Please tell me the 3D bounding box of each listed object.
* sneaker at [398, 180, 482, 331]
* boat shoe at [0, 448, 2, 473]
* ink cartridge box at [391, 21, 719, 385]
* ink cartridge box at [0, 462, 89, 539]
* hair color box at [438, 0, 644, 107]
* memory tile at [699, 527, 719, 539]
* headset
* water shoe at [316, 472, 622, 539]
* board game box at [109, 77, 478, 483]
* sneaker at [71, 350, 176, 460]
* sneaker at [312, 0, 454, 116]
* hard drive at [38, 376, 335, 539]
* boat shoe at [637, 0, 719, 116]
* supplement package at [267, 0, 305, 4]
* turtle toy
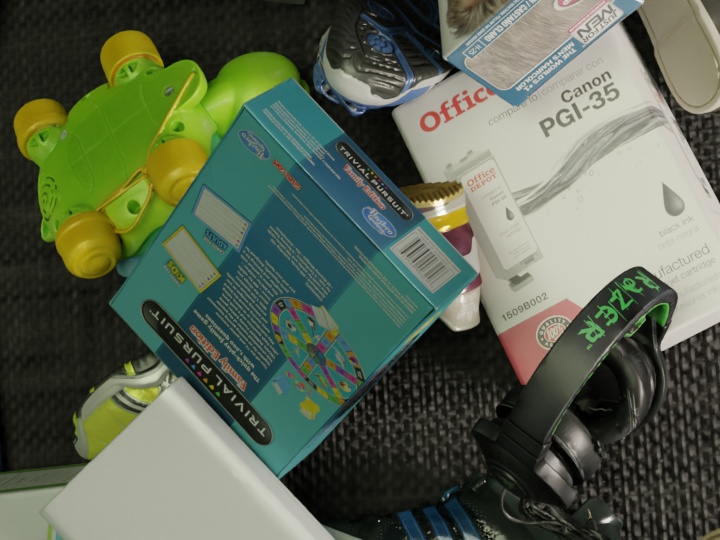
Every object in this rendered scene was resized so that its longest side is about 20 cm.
[{"bbox_3d":[0.000,0.000,1.024,0.200,0.075,0.090,-3,101,61],"label":"sneaker"},{"bbox_3d":[-0.290,0.111,1.161,0.069,0.084,0.200,-13,66,25],"label":"boat shoe"},{"bbox_3d":[0.128,-0.040,1.013,0.146,0.083,0.200,-29,78,16],"label":"ink cartridge box"},{"bbox_3d":[-0.157,0.179,1.097,0.200,0.059,0.104,-8,99,19],"label":"ink cartridge box"},{"bbox_3d":[0.096,-0.200,0.979,0.100,0.060,0.200,-40,35,33],"label":"hair color box"},{"bbox_3d":[0.190,0.239,0.962,0.153,0.017,0.200,-17,108,21],"label":"memory tile"},{"bbox_3d":[0.124,0.087,0.914,0.094,0.123,0.200,38,144,18],"label":"headset"},{"bbox_3d":[0.062,0.164,1.040,0.200,0.072,0.079,8,66,16],"label":"water shoe"},{"bbox_3d":[-0.045,0.011,0.972,0.151,0.047,0.200,47,135,7],"label":"board game box"},{"bbox_3d":[-0.098,0.082,1.088,0.200,0.075,0.076,-27,78,17],"label":"sneaker"},{"bbox_3d":[0.011,-0.122,1.011,0.076,0.200,0.077,35,109,-1],"label":"sneaker"},{"bbox_3d":[-0.084,0.179,1.026,0.200,0.026,0.132,47,114,1],"label":"hard drive"},{"bbox_3d":[0.193,-0.185,1.023,0.067,0.057,0.200,-35,68,51],"label":"boat shoe"},{"bbox_3d":[-0.088,-0.286,1.085,0.120,0.121,0.200,12,91,19],"label":"supplement package"},{"bbox_3d":[-0.125,-0.075,1.093,0.200,0.101,0.146,-35,52,11],"label":"turtle toy"}]
